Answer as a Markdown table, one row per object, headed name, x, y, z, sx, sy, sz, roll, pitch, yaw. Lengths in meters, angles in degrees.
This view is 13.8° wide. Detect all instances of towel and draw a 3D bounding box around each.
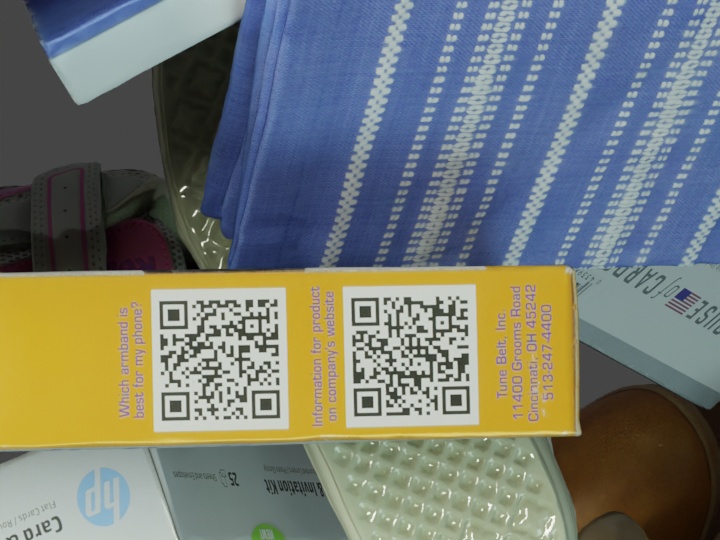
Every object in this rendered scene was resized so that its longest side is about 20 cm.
| name | x | y | z | sx | sy | sz | roll | pitch | yaw |
| --- | --- | --- | --- | --- | --- | --- | --- | --- | --- |
| towel | 0.070 | -0.042 | 0.637 | 0.199 | 0.024 | 0.145 | -2 | 152 | -10 |

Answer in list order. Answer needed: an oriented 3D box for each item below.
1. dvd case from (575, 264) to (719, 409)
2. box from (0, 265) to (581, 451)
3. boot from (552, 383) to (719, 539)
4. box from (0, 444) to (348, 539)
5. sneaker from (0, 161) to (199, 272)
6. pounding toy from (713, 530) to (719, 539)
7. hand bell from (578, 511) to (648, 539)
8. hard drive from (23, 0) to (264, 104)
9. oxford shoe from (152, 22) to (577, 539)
| name | x | y | z | sx | sy | sz | roll | pitch | yaw |
| --- | --- | --- | --- | --- | --- | --- | --- | --- | --- |
| dvd case | 0.134 | -0.048 | 0.807 | 0.200 | 0.025 | 0.150 | -41 | 149 | 14 |
| box | -0.061 | 0.020 | 0.650 | 0.199 | 0.042 | 0.119 | 1 | 177 | -8 |
| boot | 0.015 | 0.117 | 0.937 | 0.144 | 0.071 | 0.201 | -11 | 150 | -49 |
| box | -0.076 | 0.087 | 0.823 | 0.156 | 0.041 | 0.200 | -24 | 165 | 18 |
| sneaker | -0.089 | 0.008 | 0.769 | 0.199 | 0.082 | 0.088 | -3 | 164 | -35 |
| pounding toy | 0.191 | 0.151 | 0.877 | 0.184 | 0.142 | 0.200 | 37 | 82 | -15 |
| hand bell | -0.017 | 0.128 | 0.851 | 0.199 | 0.104 | 0.104 | -3 | 135 | -13 |
| hard drive | 0.007 | -0.127 | 0.653 | 0.200 | 0.132 | 0.025 | -28 | 133 | 2 |
| oxford shoe | 0.000 | 0.000 | 0.752 | 0.075 | 0.201 | 0.058 | -22 | 178 | 3 |
